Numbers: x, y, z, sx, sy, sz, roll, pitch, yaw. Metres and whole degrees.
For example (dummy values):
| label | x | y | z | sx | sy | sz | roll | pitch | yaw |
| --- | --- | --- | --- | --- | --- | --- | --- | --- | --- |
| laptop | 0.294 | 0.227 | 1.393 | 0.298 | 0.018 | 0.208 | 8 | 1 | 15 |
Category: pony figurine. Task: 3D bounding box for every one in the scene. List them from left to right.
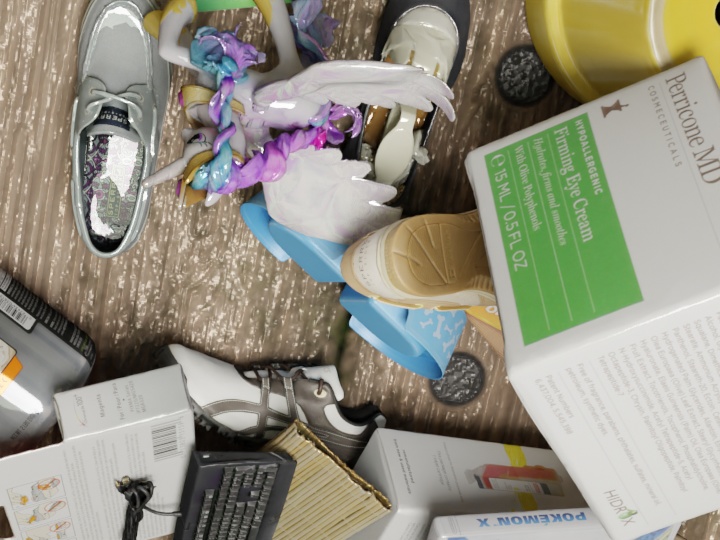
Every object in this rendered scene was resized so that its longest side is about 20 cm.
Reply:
| label | x | y | z | sx | sy | sz | roll | pitch | yaw |
| --- | --- | --- | --- | --- | --- | --- | --- | --- | --- |
| pony figurine | -0.053 | -0.110 | 0.924 | 0.192 | 0.200 | 0.167 | 2 | 138 | -16 |

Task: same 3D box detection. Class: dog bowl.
| label | x | y | z | sx | sy | sz | roll | pitch | yaw |
| --- | --- | --- | --- | --- | --- | --- | --- | --- | --- |
| dog bowl | 0.000 | 0.000 | 1.039 | 0.200 | 0.111 | 0.050 | 44 | 74 | -16 |

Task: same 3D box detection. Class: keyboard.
| label | x | y | z | sx | sy | sz | roll | pitch | yaw |
| --- | --- | --- | --- | --- | --- | --- | --- | --- | --- |
| keyboard | -0.122 | 0.187 | 1.041 | 0.127 | 0.021 | 0.200 | 2 | 144 | -12 |

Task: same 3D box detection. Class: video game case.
| label | x | y | z | sx | sy | sz | roll | pitch | yaw |
| --- | --- | --- | --- | --- | --- | --- | --- | --- | --- |
| video game case | 0.121 | 0.246 | 1.013 | 0.182 | 0.022 | 0.201 | -1 | 130 | -16 |

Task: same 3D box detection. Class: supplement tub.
| label | x | y | z | sx | sy | sz | roll | pitch | yaw |
| --- | --- | --- | --- | --- | --- | --- | --- | --- | --- |
| supplement tub | -0.302 | 0.043 | 1.003 | 0.200 | 0.123 | 0.123 | 39 | 98 | -16 |

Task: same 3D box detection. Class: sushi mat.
| label | x | y | z | sx | sy | sz | roll | pitch | yaw |
| --- | --- | --- | --- | --- | --- | --- | --- | --- | --- |
| sushi mat | -0.053 | 0.177 | 1.052 | 0.096 | 0.200 | 0.012 | 40 | 55 | -4 |

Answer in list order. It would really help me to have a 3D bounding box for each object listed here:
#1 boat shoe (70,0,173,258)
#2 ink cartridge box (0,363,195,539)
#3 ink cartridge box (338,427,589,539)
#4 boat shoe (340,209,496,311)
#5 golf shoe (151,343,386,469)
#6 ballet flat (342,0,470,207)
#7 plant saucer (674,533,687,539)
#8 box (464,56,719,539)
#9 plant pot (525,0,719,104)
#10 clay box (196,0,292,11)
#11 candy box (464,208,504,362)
| label | x | y | z | sx | sy | sz | roll | pitch | yaw |
| --- | --- | --- | --- | --- | --- | --- | --- | --- | --- |
| boat shoe | -0.173 | -0.105 | 1.001 | 0.070 | 0.072 | 0.202 | 4 | 104 | -8 |
| ink cartridge box | -0.207 | 0.153 | 1.016 | 0.173 | 0.044 | 0.200 | -12 | 148 | -13 |
| ink cartridge box | 0.083 | 0.209 | 1.080 | 0.199 | 0.084 | 0.145 | 10 | 127 | -23 |
| boat shoe | 0.065 | -0.008 | 0.979 | 0.200 | 0.069 | 0.074 | 5 | 81 | -48 |
| golf shoe | -0.068 | 0.096 | 1.078 | 0.200 | 0.078 | 0.095 | 35 | 96 | -26 |
| ballet flat | 0.037 | -0.132 | 1.023 | 0.073 | 0.073 | 0.201 | 17 | 103 | -12 |
| plant saucer | 0.169 | 0.256 | 1.069 | 0.199 | 0.030 | 0.201 | -9 | 132 | -10 |
| box | 0.188 | 0.021 | 0.876 | 0.171 | 0.199 | 0.200 | -21 | 132 | 15 |
| plant pot | 0.232 | -0.189 | 0.968 | 0.200 | 0.189 | 0.202 | -2 | 106 | -6 |
| clay box | -0.081 | -0.288 | 0.973 | 0.114 | 0.048 | 0.201 | -6 | 108 | -5 |
| candy box | 0.154 | 0.031 | 1.092 | 0.115 | 0.055 | 0.200 | -38 | 107 | 4 |
